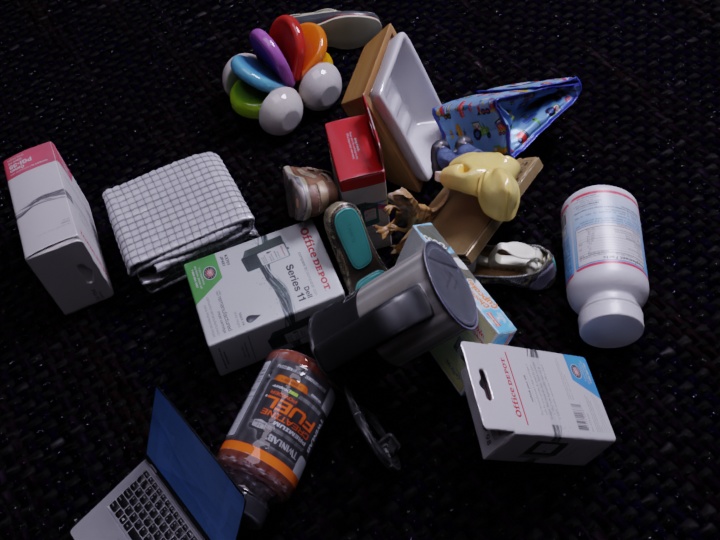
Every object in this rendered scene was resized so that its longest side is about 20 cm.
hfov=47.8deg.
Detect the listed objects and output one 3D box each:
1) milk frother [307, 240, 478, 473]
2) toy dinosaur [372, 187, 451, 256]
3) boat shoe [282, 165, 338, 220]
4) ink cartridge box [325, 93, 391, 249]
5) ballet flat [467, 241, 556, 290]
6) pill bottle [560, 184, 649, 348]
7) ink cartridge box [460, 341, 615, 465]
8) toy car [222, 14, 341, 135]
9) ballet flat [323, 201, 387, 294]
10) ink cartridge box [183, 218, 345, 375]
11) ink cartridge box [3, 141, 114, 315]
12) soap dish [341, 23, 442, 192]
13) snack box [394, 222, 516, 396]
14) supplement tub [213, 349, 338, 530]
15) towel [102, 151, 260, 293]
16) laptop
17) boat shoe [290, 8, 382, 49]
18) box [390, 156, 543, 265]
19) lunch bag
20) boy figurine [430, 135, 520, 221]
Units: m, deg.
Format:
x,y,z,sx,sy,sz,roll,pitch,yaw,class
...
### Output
x,y,z,sx,sy,sz,roll,pitch,yaw,class
0.055,0.108,0.977,0.186,0.202,0.181,-31,12,25,milk frother
0.080,-0.073,1.135,0.106,0.199,0.061,-42,78,18,toy dinosaur
-0.073,-0.115,1.195,0.070,0.078,0.200,-9,18,-9,boat shoe
-0.004,-0.134,1.157,0.065,0.202,0.118,-13,52,-3,ink cartridge box
0.177,-0.016,1.138,0.195,0.073,0.073,3,55,9,ballet flat
0.327,-0.005,1.089,0.106,0.110,0.204,1,55,7,pill bottle
0.192,0.158,0.958,0.196,0.067,0.118,11,49,-28,ink cartridge box
-0.135,-0.340,1.349,0.198,0.151,0.175,-34,58,-17,toy car
0.000,0.000,1.121,0.067,0.204,0.075,-25,12,-16,ballet flat
-0.128,0.034,1.128,0.196,0.084,0.148,-21,55,-10,ink cartridge box
-0.442,-0.061,1.191,0.081,0.148,0.202,-22,55,-9,ink cartridge box
0.054,-0.244,1.243,0.080,0.201,0.160,-4,51,32,soap dish
0.113,0.048,1.070,0.036,0.118,0.201,-8,49,-35,snack box
-0.107,0.206,0.992,0.104,0.108,0.203,15,58,16,supplement tub
-0.269,-0.071,1.220,0.196,0.086,0.167,-25,58,-13,towel
-0.239,0.283,0.932,0.199,0.117,0.187,-42,60,-12,laptop
-0.059,-0.438,1.463,0.194,0.072,0.064,-8,51,6,boat shoe
0.151,-0.086,1.167,0.162,0.021,0.201,2,46,54,box
0.236,-0.248,1.257,0.198,0.096,0.149,-31,20,-29,lunch bag
0.168,-0.131,1.114,0.121,0.066,0.200,-12,29,-16,boy figurine
